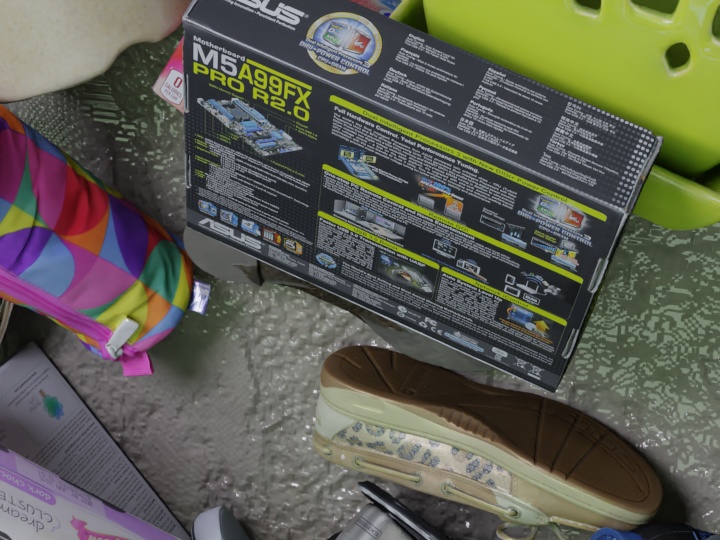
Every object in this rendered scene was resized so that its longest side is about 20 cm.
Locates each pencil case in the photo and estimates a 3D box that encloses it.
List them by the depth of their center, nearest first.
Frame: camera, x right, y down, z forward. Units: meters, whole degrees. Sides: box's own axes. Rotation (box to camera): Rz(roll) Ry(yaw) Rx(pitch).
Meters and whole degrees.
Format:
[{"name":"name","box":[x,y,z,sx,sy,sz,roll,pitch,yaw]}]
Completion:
[{"name":"pencil case","box":[-0.163,-0.018,0.848,0.088,0.089,0.200,-13,151,25]}]

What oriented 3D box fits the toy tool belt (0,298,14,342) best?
[{"name":"toy tool belt","box":[-0.252,-0.003,0.887,0.124,0.123,0.201,23,142,5]}]

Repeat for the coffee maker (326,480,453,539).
[{"name":"coffee maker","box":[0.013,0.251,0.892,0.192,0.135,0.200,41,82,-4]}]

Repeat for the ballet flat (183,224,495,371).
[{"name":"ballet flat","box":[0.000,0.000,0.897,0.198,0.046,0.068,18,126,5]}]

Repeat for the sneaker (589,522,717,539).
[{"name":"sneaker","box":[0.148,0.228,0.867,0.077,0.070,0.202,3,110,-22]}]

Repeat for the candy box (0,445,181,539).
[{"name":"candy box","box":[-0.208,0.187,0.821,0.167,0.072,0.200,35,109,-31]}]

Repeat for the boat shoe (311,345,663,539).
[{"name":"boat shoe","box":[0.068,0.103,0.902,0.198,0.073,0.063,22,117,18]}]

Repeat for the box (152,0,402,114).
[{"name":"box","box":[0.010,-0.083,0.830,0.199,0.096,0.100,37,116,0]}]

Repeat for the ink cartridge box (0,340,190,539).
[{"name":"ink cartridge box","box":[-0.181,0.161,0.954,0.076,0.137,0.200,-36,97,26]}]

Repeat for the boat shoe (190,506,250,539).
[{"name":"boat shoe","box":[-0.079,0.238,0.989,0.067,0.074,0.201,-14,115,5]}]

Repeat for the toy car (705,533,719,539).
[{"name":"toy car","box":[0.262,0.184,0.829,0.199,0.164,0.159,34,115,10]}]

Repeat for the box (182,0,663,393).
[{"name":"box","box":[0.018,-0.037,0.722,0.198,0.044,0.161,24,150,9]}]

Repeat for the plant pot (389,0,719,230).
[{"name":"plant pot","box":[0.123,-0.144,0.725,0.199,0.199,0.183,26,121,4]}]

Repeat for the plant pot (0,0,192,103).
[{"name":"plant pot","box":[-0.173,-0.192,0.804,0.199,0.201,0.185,-11,118,19]}]
